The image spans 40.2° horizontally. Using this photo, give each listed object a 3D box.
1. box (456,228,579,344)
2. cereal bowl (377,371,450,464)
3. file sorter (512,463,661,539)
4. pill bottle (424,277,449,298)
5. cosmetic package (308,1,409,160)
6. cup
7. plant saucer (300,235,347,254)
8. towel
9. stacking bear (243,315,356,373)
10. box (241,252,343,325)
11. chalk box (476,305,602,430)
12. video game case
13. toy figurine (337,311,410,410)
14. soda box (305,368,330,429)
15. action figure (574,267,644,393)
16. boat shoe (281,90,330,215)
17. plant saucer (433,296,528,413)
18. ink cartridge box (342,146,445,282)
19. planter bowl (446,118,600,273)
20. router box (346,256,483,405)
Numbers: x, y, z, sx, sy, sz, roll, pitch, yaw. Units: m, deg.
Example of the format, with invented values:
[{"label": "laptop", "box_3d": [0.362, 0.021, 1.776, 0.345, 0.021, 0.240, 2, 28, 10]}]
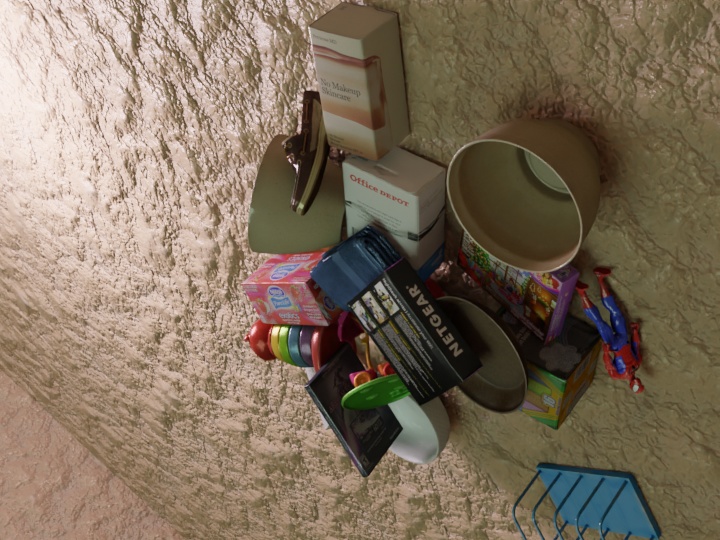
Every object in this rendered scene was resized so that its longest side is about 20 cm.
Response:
[{"label": "box", "box_3d": [0.227, -0.003, 1.455, 0.200, 0.039, 0.137, 44, 148, 31]}, {"label": "cereal bowl", "box_3d": [0.093, 0.267, 1.874, 0.199, 0.083, 0.201, 29, 140, 27]}, {"label": "file sorter", "box_3d": [0.383, 0.433, 1.695, 0.199, 0.123, 0.139, -5, 120, 50]}, {"label": "pill bottle", "box_3d": [0.124, 0.096, 1.642, 0.200, 0.112, 0.112, 45, 146, -1]}, {"label": "cosmetic package", "box_3d": [0.000, -0.273, 1.427, 0.103, 0.087, 0.201, 22, 139, 33]}, {"label": "cup", "box_3d": [-0.088, -0.112, 1.623, 0.142, 0.201, 0.201, 14, 139, 6]}, {"label": "plant saucer", "box_3d": [-0.092, -0.038, 1.813, 0.200, 0.037, 0.201, 28, 142, 25]}, {"label": "towel", "box_3d": [0.000, 0.000, 1.594, 0.112, 0.049, 0.200, 49, 148, -7]}, {"label": "stacking bear", "box_3d": [-0.126, 0.132, 1.854, 0.199, 0.121, 0.114, 1, 111, 34]}, {"label": "box", "box_3d": [-0.109, 0.033, 1.781, 0.199, 0.100, 0.096, -1, 124, 48]}, {"label": "chalk box", "box_3d": [0.254, 0.128, 1.526, 0.199, 0.124, 0.124, 28, 142, 27]}, {"label": "video game case", "box_3d": [-0.009, 0.250, 1.776, 0.019, 0.143, 0.201, -21, 106, 40]}, {"label": "toy figurine", "box_3d": [0.038, 0.127, 1.747, 0.150, 0.199, 0.185, 55, -164, -66]}, {"label": "soda box", "box_3d": [-0.061, 0.203, 1.915, 0.064, 0.068, 0.201, 121, 135, -55]}, {"label": "action figure", "box_3d": [0.369, 0.095, 1.420, 0.201, 0.065, 0.052, 63, 163, -22]}, {"label": "boat shoe", "box_3d": [-0.087, -0.185, 1.519, 0.072, 0.201, 0.072, 13, 171, 2]}, {"label": "plant saucer", "box_3d": [0.179, 0.118, 1.452, 0.200, 0.037, 0.201, 36, 145, 31]}, {"label": "ink cartridge box", "box_3d": [0.055, -0.091, 1.554, 0.144, 0.084, 0.201, 27, 143, 27]}, {"label": "planter bowl", "box_3d": [0.232, -0.117, 1.291, 0.200, 0.135, 0.201, 28, 141, 25]}, {"label": "router box", "box_3d": [0.079, 0.096, 1.491, 0.200, 0.051, 0.149, 54, 149, 4]}]
